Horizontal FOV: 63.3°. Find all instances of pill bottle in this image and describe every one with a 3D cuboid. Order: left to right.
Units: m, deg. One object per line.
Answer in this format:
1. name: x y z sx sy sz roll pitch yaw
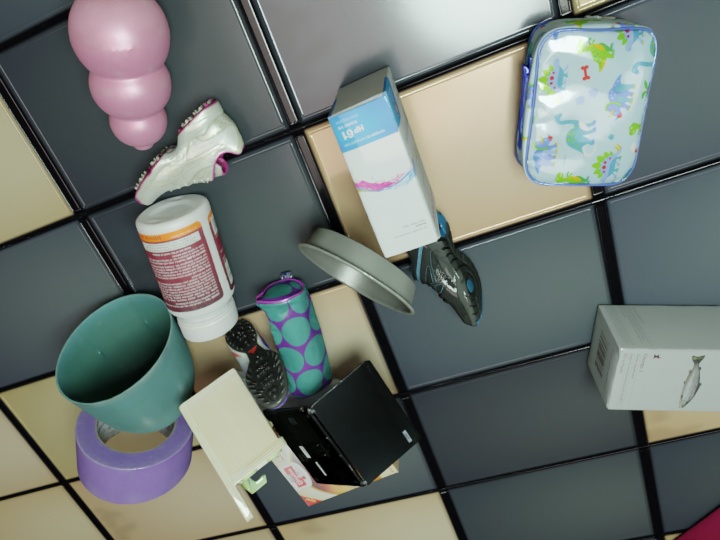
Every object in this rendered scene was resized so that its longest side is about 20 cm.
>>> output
1. pill bottle: -0.261 -0.002 0.903 0.110 0.115 0.206 -7 118 9

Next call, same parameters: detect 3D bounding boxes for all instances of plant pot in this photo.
1. plant pot: -0.367 0.171 0.967 0.193 0.205 0.163 -9 137 10

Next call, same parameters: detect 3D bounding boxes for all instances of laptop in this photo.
1. laptop: -0.033 0.258 0.972 0.196 0.104 0.180 -16 115 43

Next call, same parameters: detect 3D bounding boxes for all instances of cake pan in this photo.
1. cake pan: 0.000 0.000 0.853 0.197 0.200 0.037 33 81 -12

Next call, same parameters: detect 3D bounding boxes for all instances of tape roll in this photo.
1. tape roll: -0.395 0.298 1.030 0.193 0.202 0.087 12 120 -2

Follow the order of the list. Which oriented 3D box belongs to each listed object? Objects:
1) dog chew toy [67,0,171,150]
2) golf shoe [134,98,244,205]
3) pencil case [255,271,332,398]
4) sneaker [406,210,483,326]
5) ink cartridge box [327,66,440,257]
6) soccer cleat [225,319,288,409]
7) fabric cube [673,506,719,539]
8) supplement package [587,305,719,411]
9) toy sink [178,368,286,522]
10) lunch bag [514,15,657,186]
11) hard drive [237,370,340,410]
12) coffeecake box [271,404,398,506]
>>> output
1. dog chew toy: -0.304 -0.259 0.769 0.120 0.126 0.205 4 128 3
2. golf shoe: -0.249 -0.150 0.846 0.198 0.076 0.091 -38 113 24
3. pencil case: -0.108 0.112 0.968 0.090 0.086 0.205 2 122 27
4. sneaker: 0.127 0.002 0.906 0.080 0.074 0.203 -19 111 33
5. ink cartridge box: 0.036 -0.144 0.781 0.082 0.146 0.204 -18 116 14
6. soccer cleat: -0.159 0.159 0.949 0.067 0.200 0.074 -36 132 -11
7. fabric cube: 0.737 0.588 1.092 0.196 0.198 0.202 28 120 -12
8. supplement package: 0.475 0.135 0.911 0.192 0.118 0.121 0 119 5
9. toy sink: -0.192 0.278 0.943 0.110 0.131 0.203 -32 82 -20
10. lunch bag: 0.282 -0.216 0.756 0.155 0.083 0.206 0 119 4
11. hard drive: -0.135 0.252 1.082 0.192 0.027 0.136 4 119 3
12. coffeecake box: -0.049 0.317 1.051 0.196 0.074 0.156 -26 113 19
